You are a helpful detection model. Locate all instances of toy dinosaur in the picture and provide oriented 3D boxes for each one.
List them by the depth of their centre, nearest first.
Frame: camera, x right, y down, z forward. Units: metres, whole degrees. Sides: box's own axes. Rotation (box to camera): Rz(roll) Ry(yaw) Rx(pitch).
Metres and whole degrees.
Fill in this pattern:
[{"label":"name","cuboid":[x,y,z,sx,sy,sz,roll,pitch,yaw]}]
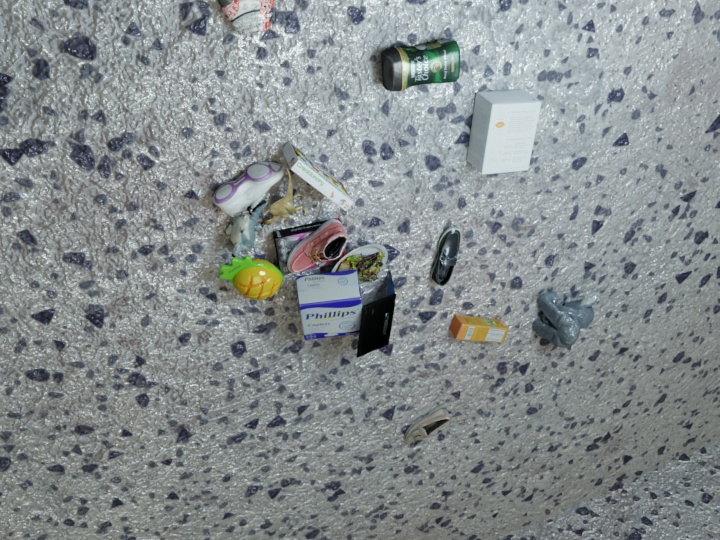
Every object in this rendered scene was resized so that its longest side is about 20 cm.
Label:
[{"label":"toy dinosaur","cuboid":[-0.194,-0.178,1.643,0.100,0.059,0.201,-2,140,-39]}]

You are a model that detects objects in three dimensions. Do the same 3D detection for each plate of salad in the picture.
[{"label":"plate of salad","cuboid":[0.000,0.000,1.824,0.198,0.048,0.201,-24,147,-17]}]

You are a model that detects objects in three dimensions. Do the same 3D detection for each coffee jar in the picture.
[{"label":"coffee jar","cuboid":[0.149,-0.517,1.548,0.197,0.086,0.105,-13,125,-11]}]

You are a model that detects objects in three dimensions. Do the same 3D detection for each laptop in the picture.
[{"label":"laptop","cuboid":[0.042,0.130,1.871,0.198,0.116,0.189,-19,129,-35]}]

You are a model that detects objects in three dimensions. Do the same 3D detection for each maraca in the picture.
[{"label":"maraca","cuboid":[-0.303,0.017,1.710,0.136,0.108,0.199,-33,142,21]}]

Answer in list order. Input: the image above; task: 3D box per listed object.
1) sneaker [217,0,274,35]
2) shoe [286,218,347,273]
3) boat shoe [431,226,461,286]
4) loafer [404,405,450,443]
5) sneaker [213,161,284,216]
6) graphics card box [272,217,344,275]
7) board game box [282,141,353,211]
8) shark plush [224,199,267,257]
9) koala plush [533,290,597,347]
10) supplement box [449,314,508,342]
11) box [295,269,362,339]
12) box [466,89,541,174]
[{"label":"sneaker","cuboid":[-0.211,-0.610,1.372,0.200,0.068,0.108,-28,128,4]},{"label":"shoe","cuboid":[-0.120,-0.052,1.689,0.200,0.091,0.071,-42,126,9]},{"label":"boat shoe","cuboid":[0.273,-0.041,1.918,0.074,0.062,0.202,5,119,-20]},{"label":"loafer","cuboid":[0.253,0.594,2.322,0.200,0.063,0.072,-41,127,9]},{"label":"sneaker","cuboid":[-0.286,-0.214,1.612,0.198,0.075,0.100,-29,146,-1]},{"label":"graphics card box","cuboid":[-0.145,-0.069,1.757,0.197,0.051,0.127,-12,125,-11]},{"label":"board game box","cuboid":[-0.112,-0.246,1.606,0.199,0.127,0.035,35,107,-34]},{"label":"shark plush","cuboid":[-0.297,-0.125,1.641,0.082,0.091,0.201,-1,133,-35]},{"label":"koala plush","cuboid":[0.749,0.169,2.171,0.198,0.184,0.179,-16,127,-23]},{"label":"supplement box","cuboid":[0.411,0.203,2.124,0.197,0.067,0.070,9,116,-25]},{"label":"box","cuboid":[-0.090,0.104,1.801,0.181,0.106,0.201,-6,144,-3]},{"label":"box","cuboid":[0.396,-0.386,1.708,0.150,0.107,0.202,-7,124,-15]}]
